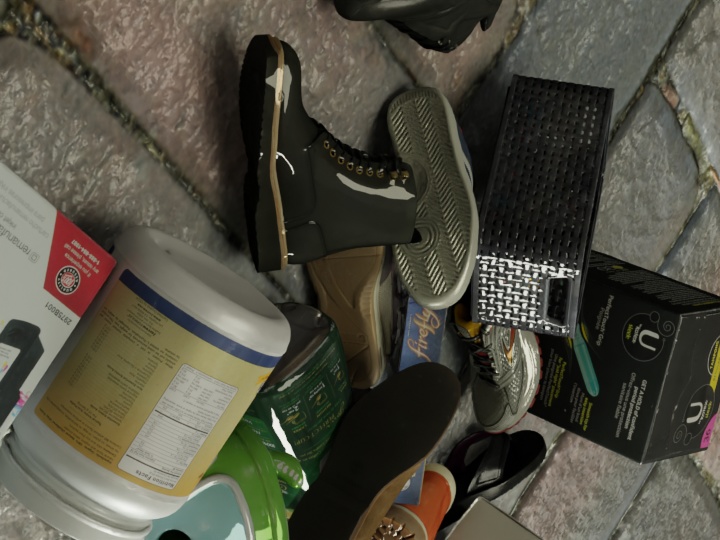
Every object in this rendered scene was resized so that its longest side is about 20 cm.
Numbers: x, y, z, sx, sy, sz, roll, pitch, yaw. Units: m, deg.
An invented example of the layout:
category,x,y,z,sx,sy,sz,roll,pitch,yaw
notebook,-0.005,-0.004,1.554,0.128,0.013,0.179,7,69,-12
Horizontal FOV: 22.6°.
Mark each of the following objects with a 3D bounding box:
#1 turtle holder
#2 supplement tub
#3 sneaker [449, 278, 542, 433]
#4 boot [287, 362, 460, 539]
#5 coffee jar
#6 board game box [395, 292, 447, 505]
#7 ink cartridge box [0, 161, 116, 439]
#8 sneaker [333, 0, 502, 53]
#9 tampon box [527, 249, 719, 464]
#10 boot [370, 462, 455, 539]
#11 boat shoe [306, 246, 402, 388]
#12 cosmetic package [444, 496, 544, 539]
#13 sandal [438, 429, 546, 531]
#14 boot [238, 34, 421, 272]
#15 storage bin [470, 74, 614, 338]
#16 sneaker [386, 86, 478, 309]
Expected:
category,x,y,z,sx,sy,sz,roll,pitch,yaw
turtle holder,-0.124,0.179,1.388,0.132,0.141,0.186,-11,122,-29
supplement tub,-0.157,0.085,1.277,0.200,0.144,0.144,-56,143,7
sneaker,0.116,0.057,1.675,0.082,0.078,0.200,-18,112,-40
boot,0.012,0.162,1.472,0.200,0.074,0.075,-52,158,-11
coffee jar,-0.048,0.129,1.494,0.104,0.085,0.200,-43,136,-28
board game box,0.049,0.083,1.562,0.136,0.035,0.200,-81,178,-67
ink cartridge box,-0.274,0.033,1.174,0.200,0.083,0.146,-59,143,-12
sneaker,0.056,-0.216,1.459,0.200,0.076,0.091,-18,129,-42
tampon box,0.238,0.075,1.718,0.126,0.200,0.150,-4,112,-49
boot,0.030,0.258,1.638,0.107,0.075,0.200,-50,171,-47
boat shoe,0.000,0.000,1.506,0.065,0.072,0.200,-45,136,-54
cosmetic package,0.109,0.300,1.703,0.103,0.087,0.200,-51,168,-21
sandal,0.108,0.192,1.731,0.200,0.075,0.048,-29,111,-39
boot,-0.019,-0.096,1.378,0.138,0.077,0.200,-8,132,-11
storage bin,0.159,-0.057,1.563,0.135,0.094,0.200,86,15,-53
sneaker,0.068,-0.052,1.496,0.085,0.075,0.200,53,31,-59
